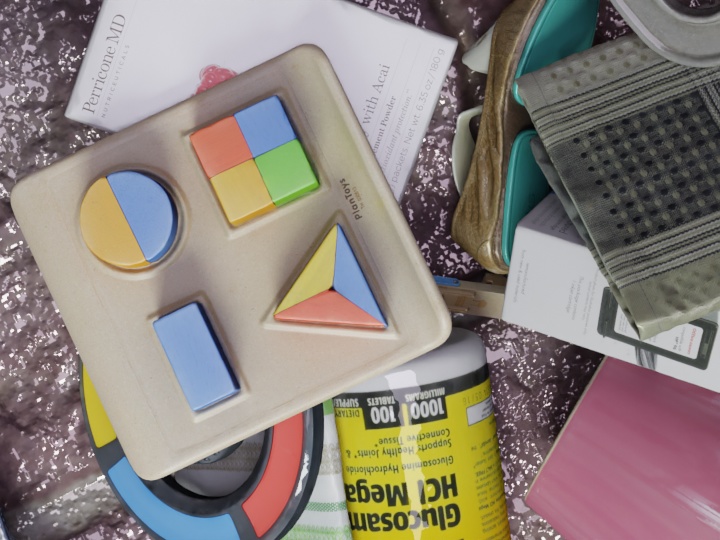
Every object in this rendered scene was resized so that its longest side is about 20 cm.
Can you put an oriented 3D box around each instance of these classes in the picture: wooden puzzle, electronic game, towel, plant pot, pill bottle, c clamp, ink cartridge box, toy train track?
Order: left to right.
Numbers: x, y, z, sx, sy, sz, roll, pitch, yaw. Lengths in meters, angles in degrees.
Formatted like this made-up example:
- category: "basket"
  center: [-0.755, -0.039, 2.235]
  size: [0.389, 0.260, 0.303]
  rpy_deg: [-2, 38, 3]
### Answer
- category: "electronic game"
  center: [-0.099, 0.077, 1.115]
  size: [0.200, 0.042, 0.200]
  rpy_deg: [8, 103, 40]
- category: "wooden puzzle"
  center: [-0.075, -0.005, 1.026]
  size: [0.200, 0.046, 0.185]
  rpy_deg: [-26, 88, 5]
- category: "towel"
  center: [-0.056, 0.144, 1.142]
  size: [0.031, 0.149, 0.200]
  rpy_deg: [-12, 97, -46]
- category: "toy train track"
  center: [0.000, 0.000, 1.163]
  size: [0.200, 0.033, 0.115]
  rpy_deg: [8, 135, -12]
- category: "pill bottle"
  center: [0.034, 0.142, 1.144]
  size: [0.112, 0.112, 0.200]
  rpy_deg: [-9, 97, -2]
- category: "c clamp"
  center: [0.183, -0.201, 1.024]
  size: [0.200, 0.027, 0.171]
  rpy_deg: [-33, 95, 35]
- category: "ink cartridge box"
  center: [0.198, 0.010, 1.097]
  size: [0.200, 0.116, 0.068]
  rpy_deg: [19, 120, 19]
- category: "plant pot"
  center: [0.207, 0.130, 1.125]
  size: [0.179, 0.200, 0.200]
  rpy_deg: [31, 93, 10]
- category: "towel"
  center: [0.207, -0.069, 1.059]
  size: [0.200, 0.035, 0.193]
  rpy_deg: [-21, 60, -2]

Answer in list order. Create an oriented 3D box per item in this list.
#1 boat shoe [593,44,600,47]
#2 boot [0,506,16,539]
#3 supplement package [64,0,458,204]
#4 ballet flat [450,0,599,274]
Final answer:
- category: "boat shoe"
  center: [0.238, -0.126, 1.147]
  size: [0.202, 0.075, 0.086]
  rpy_deg: [0, 112, 3]
- category: "boot"
  center: [-0.189, 0.218, 1.169]
  size: [0.090, 0.073, 0.200]
  rpy_deg: [-16, 104, -8]
- category: "supplement package"
  center: [-0.059, -0.114, 1.110]
  size: [0.200, 0.120, 0.121]
  rpy_deg: [19, 96, -4]
- category: "ballet flat"
  center: [0.092, -0.099, 1.148]
  size: [0.068, 0.072, 0.200]
  rpy_deg: [0, 103, -46]
